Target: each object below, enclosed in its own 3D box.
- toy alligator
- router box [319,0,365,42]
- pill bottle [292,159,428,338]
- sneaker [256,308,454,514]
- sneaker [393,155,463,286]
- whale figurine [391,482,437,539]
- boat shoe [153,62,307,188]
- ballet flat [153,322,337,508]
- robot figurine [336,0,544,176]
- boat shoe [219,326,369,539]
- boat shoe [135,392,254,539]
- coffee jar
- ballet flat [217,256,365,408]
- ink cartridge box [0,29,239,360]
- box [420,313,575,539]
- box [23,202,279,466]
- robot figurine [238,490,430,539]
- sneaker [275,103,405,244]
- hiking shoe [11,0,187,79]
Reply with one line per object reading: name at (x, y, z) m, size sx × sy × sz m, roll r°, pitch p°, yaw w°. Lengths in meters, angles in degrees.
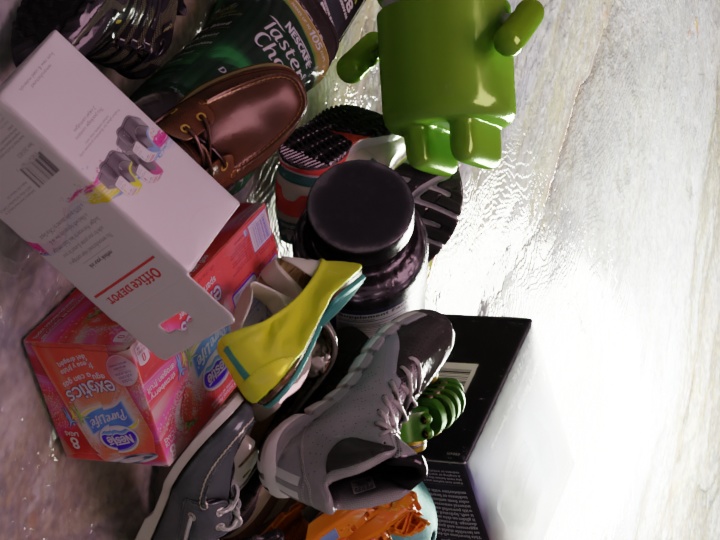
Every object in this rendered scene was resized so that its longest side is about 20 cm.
toy alligator at (0.046, 0.121, 1.521) m, size 0.200 × 0.054 × 0.060 m, roll -35°, pitch 123°, yaw -65°
router box at (-0.052, -0.296, 1.523) m, size 0.150 × 0.062 × 0.201 m, roll -61°, pitch 142°, yaw -40°
pill bottle at (0.000, 0.000, 1.512) m, size 0.201 × 0.111 × 0.113 m, roll 90°, pitch 17°, yaw -59°
sneaker at (0.027, 0.116, 1.390) m, size 0.200 × 0.115 × 0.075 m, roll -42°, pitch 130°, yaw -23°
sneaker at (0.037, -0.024, 1.662) m, size 0.090 × 0.077 × 0.202 m, roll -76°, pitch -174°, yaw -73°
whale figurine at (0.013, 0.198, 1.582) m, size 0.201 × 0.103 × 0.160 m, roll 87°, pitch 20°, yaw -50°
boat shoe at (-0.119, -0.078, 1.287) m, size 0.199 × 0.068 × 0.073 m, roll -30°, pitch 107°, yaw -12°
ballet flat at (-0.087, 0.112, 1.408) m, size 0.067 × 0.064 × 0.201 m, roll 39°, pitch 77°, yaw -15°
robot figurine at (0.072, -0.185, 1.572) m, size 0.115 × 0.174 × 0.203 m, roll 9°, pitch 76°, yaw -58°
boat shoe at (-0.052, 0.135, 1.474) m, size 0.200 × 0.076 × 0.074 m, roll -49°, pitch 138°, yaw -4°
boat shoe at (-0.107, 0.162, 1.326) m, size 0.073 × 0.062 × 0.201 m, roll -46°, pitch 170°, yaw -47°
coffee jar at (-0.093, -0.147, 1.418) m, size 0.105 × 0.085 × 0.201 m, roll 54°, pitch 42°, yaw -21°
ballet flat at (-0.051, 0.027, 1.333) m, size 0.067 × 0.067 × 0.200 m, roll 42°, pitch 30°, yaw -3°
ink cartridge box at (-0.159, -0.043, 1.179) m, size 0.200 × 0.115 × 0.068 m, roll 44°, pitch 57°, yaw -13°
box at (0.107, 0.181, 1.779) m, size 0.201 × 0.122 × 0.200 m, roll -60°, pitch 142°, yaw -42°
box at (-0.139, 0.041, 1.338) m, size 0.200 × 0.094 × 0.104 m, roll -51°, pitch 134°, yaw -48°
robot figurine at (-0.043, 0.223, 1.450) m, size 0.199 × 0.058 × 0.145 m, roll -36°, pitch 154°, yaw -5°
sneaker at (-0.020, -0.080, 1.605) m, size 0.200 × 0.070 × 0.094 m, roll -34°, pitch 140°, yaw -60°
hiking shoe at (-0.169, -0.171, 1.295) m, size 0.201 × 0.075 × 0.101 m, roll -57°, pitch 135°, yaw -46°
